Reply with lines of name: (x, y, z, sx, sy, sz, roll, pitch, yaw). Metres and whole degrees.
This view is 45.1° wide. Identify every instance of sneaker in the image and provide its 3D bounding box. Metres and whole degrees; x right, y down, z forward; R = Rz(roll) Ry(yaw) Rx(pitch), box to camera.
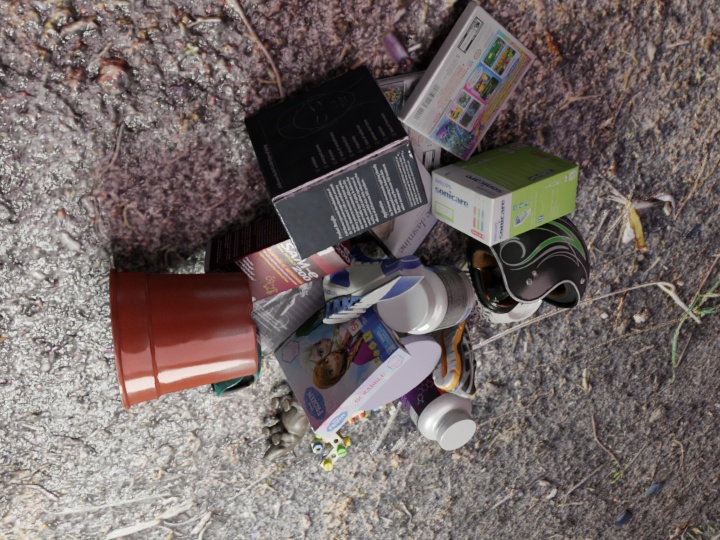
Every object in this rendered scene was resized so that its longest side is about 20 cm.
sneaker: (-0.001, 0.000, 1.398, 0.198, 0.117, 0.080, -28, 160, 37)
sneaker: (-0.234, 0.138, 1.382, 0.199, 0.122, 0.084, 26, 125, -38)
sneaker: (0.181, 0.156, 1.624, 0.077, 0.201, 0.078, 36, 130, -23)

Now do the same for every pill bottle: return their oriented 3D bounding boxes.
pill bottle: (0.137, 0.241, 1.652, 0.111, 0.200, 0.113, -17, 133, -19)
pill bottle: (0.112, 0.049, 1.491, 0.114, 0.114, 0.199, -55, 160, 18)

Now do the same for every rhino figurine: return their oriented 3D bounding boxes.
rhino figurine: (-0.135, 0.297, 1.628, 0.087, 0.060, 0.202, -10, 134, -39)

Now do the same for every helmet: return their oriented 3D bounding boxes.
helmet: (0.298, -0.018, 1.505, 0.189, 0.201, 0.202, -18, 133, -15)

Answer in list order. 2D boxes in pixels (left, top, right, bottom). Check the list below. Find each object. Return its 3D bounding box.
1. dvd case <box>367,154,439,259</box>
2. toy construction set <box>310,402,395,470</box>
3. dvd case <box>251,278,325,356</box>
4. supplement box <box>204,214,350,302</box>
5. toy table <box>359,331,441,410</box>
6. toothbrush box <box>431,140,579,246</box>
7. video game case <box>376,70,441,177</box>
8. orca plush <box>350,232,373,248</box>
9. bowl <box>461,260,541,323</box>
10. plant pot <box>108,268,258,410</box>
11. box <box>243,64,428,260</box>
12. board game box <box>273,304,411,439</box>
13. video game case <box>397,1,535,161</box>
dvd case: (0.062, -0.108, 1.391, 0.143, 0.017, 0.200, -54, 138, -9)
toy construction set: (-0.016, 0.280, 1.666, 0.199, 0.092, 0.132, -33, 112, -15)
dvd case: (-0.132, 0.044, 1.455, 0.200, 0.016, 0.149, -41, 135, 5)
supplement box: (-0.125, -0.024, 1.316, 0.198, 0.061, 0.109, -21, 139, 20)
toy table: (0.034, 0.153, 1.576, 0.198, 0.117, 0.186, -18, 133, -19)
toothbrush box: (0.235, -0.130, 1.418, 0.198, 0.145, 0.087, -21, 125, -32)
video game case: (0.048, -0.208, 1.357, 0.180, 0.023, 0.202, -16, 133, -21)
orca plush: (-0.026, -0.070, 1.364, 0.105, 0.072, 0.199, -35, 148, 20)
bowl: (0.288, 0.033, 1.654, 0.199, 0.094, 0.203, -18, 133, -20)
plant pot: (-0.252, 0.087, 1.255, 0.192, 0.202, 0.203, -6, 129, -12)
box: (-0.037, -0.153, 1.201, 0.195, 0.201, 0.125, -23, 134, -1)
board game box: (-0.036, 0.143, 1.465, 0.200, 0.200, 0.041, -46, 134, 9)
video game case: (0.167, -0.285, 1.343, 0.181, 0.024, 0.201, 20, 107, -49)
